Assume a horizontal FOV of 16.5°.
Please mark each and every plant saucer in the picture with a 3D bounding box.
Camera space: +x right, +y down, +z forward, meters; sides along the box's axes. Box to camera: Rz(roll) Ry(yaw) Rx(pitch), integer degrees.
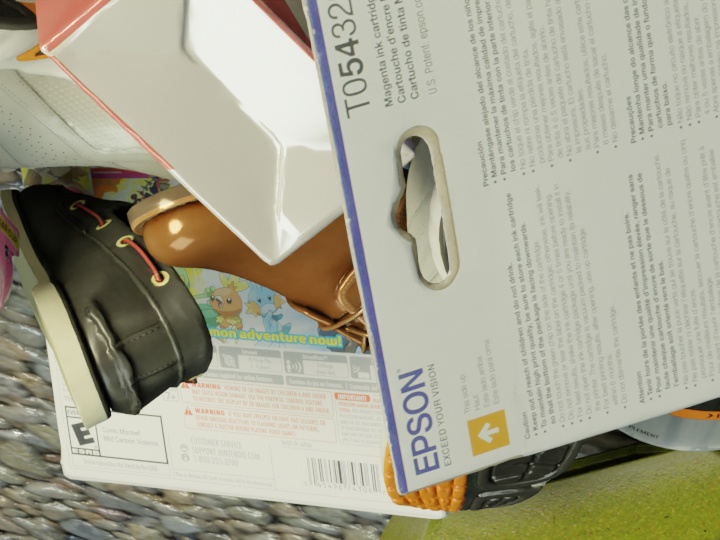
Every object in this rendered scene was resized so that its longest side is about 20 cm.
[{"bbox_3d":[0.100,0.126,1.265,0.199,0.048,0.200,-14,178,-7],"label":"plant saucer"}]

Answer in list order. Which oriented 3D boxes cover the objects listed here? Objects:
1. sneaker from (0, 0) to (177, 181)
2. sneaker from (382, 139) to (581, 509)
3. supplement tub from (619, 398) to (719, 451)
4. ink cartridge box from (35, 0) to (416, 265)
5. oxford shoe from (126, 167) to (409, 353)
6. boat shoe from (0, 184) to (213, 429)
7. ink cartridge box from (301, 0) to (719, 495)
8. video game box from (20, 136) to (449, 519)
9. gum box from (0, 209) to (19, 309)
[{"bbox_3d":[-0.117,-0.069,0.966,0.200,0.076,0.092,23,131,-26],"label":"sneaker"},{"bbox_3d":[0.047,0.004,0.928,0.076,0.092,0.200,2,132,-11],"label":"sneaker"},{"bbox_3d":[0.141,-0.018,0.969,0.122,0.123,0.200,13,155,6],"label":"supplement tub"},{"bbox_3d":[-0.055,-0.105,0.872,0.067,0.200,0.116,-38,121,14],"label":"ink cartridge box"},{"bbox_3d":[0.000,0.000,0.978,0.200,0.071,0.071,7,159,-35],"label":"oxford shoe"},{"bbox_3d":[-0.108,0.006,1.030,0.201,0.063,0.074,-135,24,-66],"label":"boat shoe"},{"bbox_3d":[0.084,-0.046,0.804,0.200,0.043,0.197,-15,115,-11],"label":"ink cartridge box"},{"bbox_3d":[-0.053,0.013,1.119,0.200,0.047,0.182,4,114,24],"label":"video game box"},{"bbox_3d":[-0.236,-0.031,0.958,0.200,0.066,0.114,18,167,15],"label":"gum box"}]
